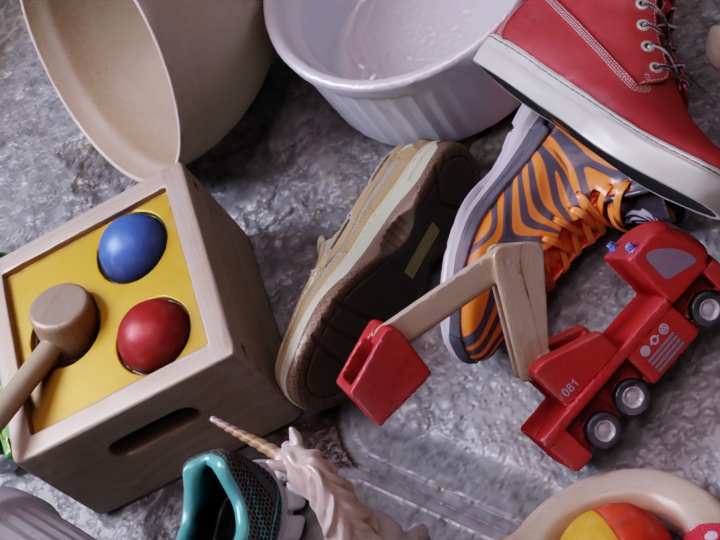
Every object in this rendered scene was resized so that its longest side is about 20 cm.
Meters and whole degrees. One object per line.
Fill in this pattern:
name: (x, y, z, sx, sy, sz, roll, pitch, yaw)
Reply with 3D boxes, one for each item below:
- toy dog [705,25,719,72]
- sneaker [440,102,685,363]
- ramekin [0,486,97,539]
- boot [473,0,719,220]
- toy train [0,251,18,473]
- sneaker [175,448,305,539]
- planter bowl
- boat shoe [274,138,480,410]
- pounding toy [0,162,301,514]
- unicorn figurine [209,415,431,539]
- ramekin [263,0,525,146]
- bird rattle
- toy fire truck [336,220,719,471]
toy dog: (0.287, -0.106, 0.759, 0.193, 0.139, 0.201, 33, 75, -11)
sneaker: (0.127, -0.028, 0.809, 0.112, 0.078, 0.201, 14, 70, 31)
ramekin: (-0.190, 0.228, 0.725, 0.105, 0.200, 0.201, 20, 72, 19)
boot: (0.170, -0.128, 0.759, 0.144, 0.072, 0.200, -50, 50, 7)
toy train: (-0.264, 0.060, 0.965, 0.056, 0.042, 0.201, -36, 54, 15)
sneaker: (-0.084, 0.195, 0.774, 0.077, 0.091, 0.201, -12, 59, 20)
planter bowl: (-0.136, -0.181, 0.962, 0.134, 0.201, 0.200, -32, 50, -28)
boat shoe: (0.000, 0.000, 0.867, 0.076, 0.072, 0.200, 15, 61, 45)
pounding toy: (-0.167, 0.056, 0.857, 0.199, 0.142, 0.185, -27, 55, 9)
unicorn figurine: (0.002, 0.173, 0.717, 0.074, 0.137, 0.201, -25, 55, 11)
ramekin: (0.043, -0.182, 0.921, 0.199, 0.098, 0.201, -12, 58, 19)
bird rattle: (0.147, 0.159, 0.687, 0.200, 0.113, 0.163, -36, 38, -1)
toy fire truck: (0.099, 0.033, 0.753, 0.141, 0.049, 0.200, 43, 85, -9)
